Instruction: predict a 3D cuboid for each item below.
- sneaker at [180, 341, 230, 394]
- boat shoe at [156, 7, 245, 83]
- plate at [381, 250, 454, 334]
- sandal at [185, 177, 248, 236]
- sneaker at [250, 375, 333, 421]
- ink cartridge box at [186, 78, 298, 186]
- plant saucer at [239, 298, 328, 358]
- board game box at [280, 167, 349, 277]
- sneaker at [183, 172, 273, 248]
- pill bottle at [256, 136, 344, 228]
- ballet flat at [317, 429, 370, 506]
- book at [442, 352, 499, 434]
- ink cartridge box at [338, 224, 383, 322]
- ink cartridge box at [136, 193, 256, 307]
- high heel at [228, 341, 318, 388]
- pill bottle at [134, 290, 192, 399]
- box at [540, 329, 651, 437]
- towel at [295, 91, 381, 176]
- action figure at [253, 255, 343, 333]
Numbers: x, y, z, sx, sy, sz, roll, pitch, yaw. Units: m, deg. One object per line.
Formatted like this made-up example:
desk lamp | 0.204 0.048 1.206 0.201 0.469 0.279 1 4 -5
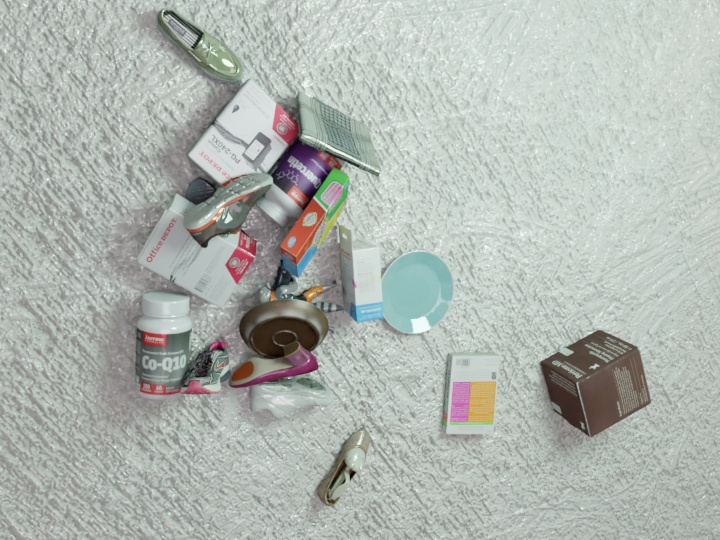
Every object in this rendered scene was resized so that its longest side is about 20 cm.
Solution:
sneaker | -0.323 0.206 1.316 0.079 0.200 0.077 0 98 0
boat shoe | -0.317 -0.441 1.253 0.198 0.062 0.073 32 91 -21
plate | 0.132 0.051 1.515 0.196 0.026 0.205 -4 103 -17
sandal | -0.302 -0.106 1.341 0.075 0.043 0.202 -30 118 3
sneaker | -0.161 0.298 1.454 0.195 0.078 0.102 9 105 -10
ink cartridge box | -0.239 -0.262 1.295 0.145 0.083 0.201 40 87 -21
plant saucer | -0.165 0.137 1.375 0.195 0.033 0.202 -4 138 -3
board game box | -0.094 -0.096 1.322 0.040 0.153 0.202 31 75 5
sneaker | -0.250 -0.117 1.235 0.198 0.077 0.083 -36 130 -19
pill bottle | -0.129 -0.193 1.337 0.112 0.112 0.201 39 88 -20
ballet flat | -0.030 0.482 1.528 0.067 0.067 0.202 31 90 -21
book | 0.280 0.311 1.605 0.130 0.048 0.205 2 99 -15
ink cartridge box | 0.000 0.000 1.415 0.066 0.115 0.205 -7 103 -16
ink cartridge box | -0.333 -0.040 1.298 0.198 0.084 0.146 32 111 -20
high heel | -0.191 0.230 1.397 0.197 0.068 0.097 -23 132 16
pill bottle | -0.409 0.153 1.317 0.111 0.114 0.205 2 101 -17
box | 0.608 0.288 1.638 0.197 0.166 0.167 -24 108 -12
towel | -0.046 -0.288 1.303 0.189 0.202 0.035 21 123 -24
action figure | -0.138 0.049 1.390 0.189 0.104 0.205 4 99 -23
